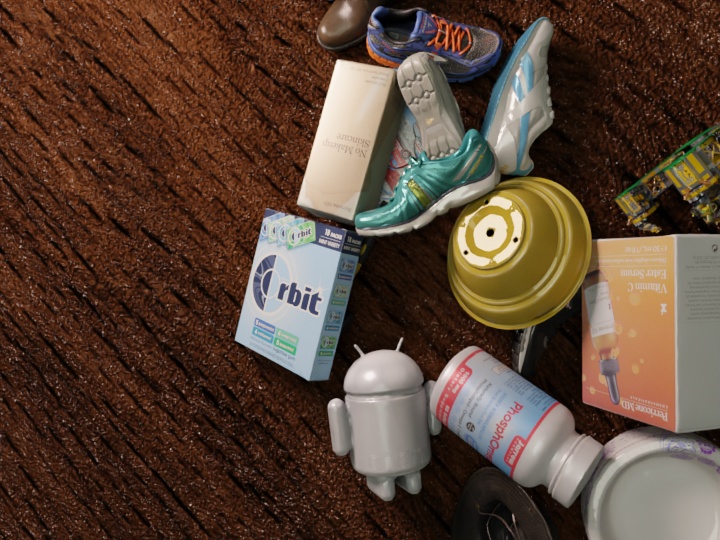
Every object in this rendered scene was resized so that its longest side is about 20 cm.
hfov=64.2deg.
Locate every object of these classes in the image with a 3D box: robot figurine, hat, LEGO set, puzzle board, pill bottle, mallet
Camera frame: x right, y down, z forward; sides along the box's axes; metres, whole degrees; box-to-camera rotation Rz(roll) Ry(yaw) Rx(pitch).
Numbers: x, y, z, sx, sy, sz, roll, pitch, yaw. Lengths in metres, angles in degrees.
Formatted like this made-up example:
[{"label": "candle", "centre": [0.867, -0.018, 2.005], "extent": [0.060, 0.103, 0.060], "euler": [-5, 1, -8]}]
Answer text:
[{"label": "robot figurine", "centre": [0.037, 0.198, 0.778], "extent": [0.166, 0.112, 0.206], "euler": [-6, 88, -25]}, {"label": "hat", "centre": [0.204, 0.352, 0.745], "extent": [0.079, 0.199, 0.207], "euler": [-2, 89, -29]}, {"label": "LEGO set", "centre": [0.402, -0.088, 0.657], "extent": [0.152, 0.200, 0.117], "euler": [-36, 83, -9]}, {"label": "puzzle board", "centre": [0.048, -0.177, 0.826], "extent": [0.149, 0.017, 0.203], "euler": [-33, 83, 12]}, {"label": "pill bottle", "centre": [0.191, 0.191, 0.712], "extent": [0.198, 0.108, 0.111], "euler": [33, 98, 33]}, {"label": "mallet", "centre": [0.000, 0.000, 0.822], "extent": [0.065, 0.041, 0.202], "euler": [37, 100, 12]}]

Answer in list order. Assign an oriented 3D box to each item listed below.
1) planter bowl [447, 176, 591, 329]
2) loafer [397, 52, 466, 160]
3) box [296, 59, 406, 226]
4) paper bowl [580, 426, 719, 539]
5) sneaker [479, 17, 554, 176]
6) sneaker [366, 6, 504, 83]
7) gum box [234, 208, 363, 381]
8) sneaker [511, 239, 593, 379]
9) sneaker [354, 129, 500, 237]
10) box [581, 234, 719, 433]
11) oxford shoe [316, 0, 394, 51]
[{"label": "planter bowl", "centre": [0.176, -0.036, 0.715], "extent": [0.197, 0.083, 0.206], "euler": [-15, 66, 35]}, {"label": "loafer", "centre": [0.111, -0.189, 0.765], "extent": [0.069, 0.070, 0.204], "euler": [-9, 110, 35]}, {"label": "box", "centre": [-0.009, -0.168, 0.784], "extent": [0.093, 0.078, 0.205], "euler": [15, 89, 19]}, {"label": "paper bowl", "centre": [0.371, 0.293, 0.697], "extent": [0.195, 0.104, 0.207], "euler": [0, 90, 15]}, {"label": "sneaker", "centre": [0.217, -0.227, 0.759], "extent": [0.079, 0.077, 0.205], "euler": [18, 96, -3]}, {"label": "sneaker", "centre": [0.095, -0.310, 0.776], "extent": [0.195, 0.078, 0.077], "euler": [11, 82, 14]}, {"label": "gum box", "centre": [-0.091, 0.029, 0.814], "extent": [0.167, 0.044, 0.205], "euler": [17, 95, 40]}, {"label": "sneaker", "centre": [0.255, 0.049, 0.745], "extent": [0.085, 0.076, 0.205], "euler": [14, 93, 8]}, {"label": "sneaker", "centre": [0.076, -0.106, 0.723], "extent": [0.197, 0.078, 0.081], "euler": [-28, 108, 7]}, {"label": "box", "centre": [0.345, 0.064, 0.664], "extent": [0.104, 0.152, 0.206], "euler": [0, 89, -17]}, {"label": "oxford shoe", "centre": [0.010, -0.393, 0.802], "extent": [0.199, 0.084, 0.073], "euler": [-40, 83, 13]}]
